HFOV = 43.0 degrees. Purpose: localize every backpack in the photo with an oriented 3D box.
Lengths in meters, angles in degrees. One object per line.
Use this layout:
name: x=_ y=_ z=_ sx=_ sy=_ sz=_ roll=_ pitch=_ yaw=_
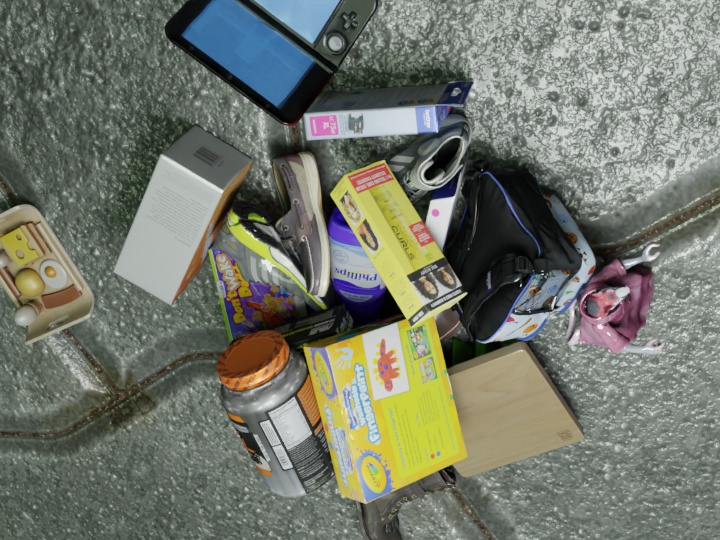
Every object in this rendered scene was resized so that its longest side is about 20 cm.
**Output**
backpack: x=0.189 y=-0.007 z=1.162 sx=0.152 sy=0.202 sz=0.192 roll=7 pitch=133 yaw=-27

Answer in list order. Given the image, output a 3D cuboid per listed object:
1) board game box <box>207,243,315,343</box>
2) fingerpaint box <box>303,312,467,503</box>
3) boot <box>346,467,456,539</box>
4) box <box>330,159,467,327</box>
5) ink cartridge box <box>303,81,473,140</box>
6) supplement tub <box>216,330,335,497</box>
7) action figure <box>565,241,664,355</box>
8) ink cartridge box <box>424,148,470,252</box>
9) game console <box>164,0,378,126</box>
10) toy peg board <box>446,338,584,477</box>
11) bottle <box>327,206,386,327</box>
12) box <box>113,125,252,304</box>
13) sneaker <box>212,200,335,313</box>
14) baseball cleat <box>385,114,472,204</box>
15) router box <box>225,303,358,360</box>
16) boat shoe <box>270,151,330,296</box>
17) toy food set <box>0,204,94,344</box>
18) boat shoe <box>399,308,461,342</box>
board game box: x=-0.136 y=0.048 z=1.346 sx=0.132 sy=0.045 sz=0.203 roll=-3 pitch=115 yaw=15
fingerpaint box: x=0.033 y=0.170 z=1.182 sx=0.073 sy=0.165 sz=0.203 roll=-6 pitch=100 yaw=61
boot: x=0.073 y=0.352 z=1.429 sx=0.172 sy=0.069 sz=0.202 roll=-21 pitch=107 yaw=23
box: x=0.047 y=-0.035 z=1.137 sx=0.202 sy=0.075 sz=0.050 roll=59 pitch=144 yaw=12
ink cartridge box: x=0.039 y=-0.199 z=1.138 sx=0.197 sy=0.120 sz=0.043 roll=-4 pitch=113 yaw=15
supplement tub: x=-0.107 y=0.186 z=1.201 sx=0.121 sy=0.123 sz=0.202 roll=-12 pitch=119 yaw=19
action figure: x=0.309 y=0.035 z=1.150 sx=0.147 sy=0.199 sz=0.136 roll=1 pitch=86 yaw=28
ink cartridge box: x=0.103 y=-0.056 z=1.206 sx=0.037 sy=0.095 sz=0.202 roll=17 pitch=118 yaw=6
game console: x=-0.106 y=-0.313 z=1.120 sx=0.199 sy=0.119 sz=0.173 roll=36 pitch=119 yaw=-5
toy peg board: x=0.188 y=0.175 z=1.313 sx=0.198 sy=0.098 sz=0.200 roll=-23 pitch=124 yaw=25
bottle: x=0.000 y=0.000 z=1.253 sx=0.082 sy=0.066 sz=0.202 roll=10 pitch=136 yaw=12
box: x=-0.246 y=-0.077 z=1.267 sx=0.097 sy=0.125 sz=0.201 roll=30 pitch=120 yaw=-2
sneaker: x=-0.116 y=-0.008 z=1.252 sx=0.200 sy=0.074 sz=0.081 roll=42 pitch=125 yaw=-16
baseball cleat: x=0.063 y=-0.120 z=1.178 sx=0.069 sy=0.107 sz=0.200 roll=37 pitch=121 yaw=-11
router box: x=-0.076 y=0.146 z=1.281 sx=0.198 sy=0.062 sz=0.151 roll=-18 pitch=119 yaw=23
boat shoe: x=-0.082 y=-0.061 z=1.211 sx=0.064 sy=0.072 sz=0.203 roll=-4 pitch=76 yaw=-17
toy food set: x=-0.520 y=0.008 z=1.415 sx=0.142 sy=0.061 sz=0.202 roll=-21 pitch=109 yaw=23
boat shoe: x=0.064 y=0.097 z=1.307 sx=0.199 sy=0.070 sz=0.071 roll=-30 pitch=105 yaw=24
